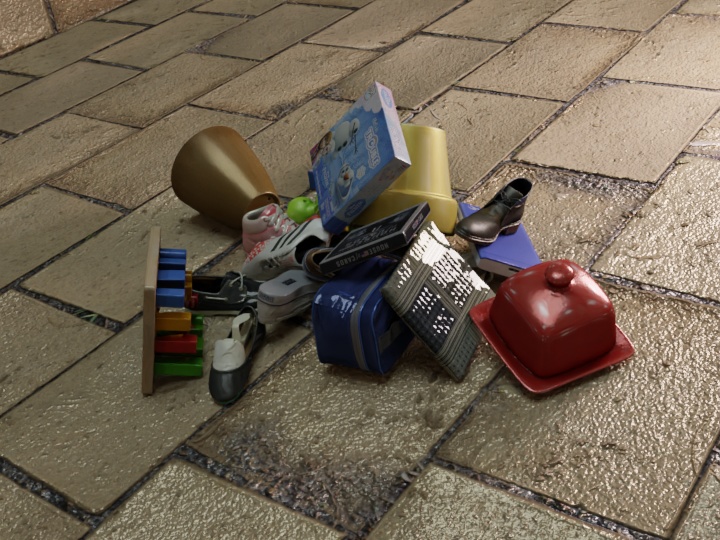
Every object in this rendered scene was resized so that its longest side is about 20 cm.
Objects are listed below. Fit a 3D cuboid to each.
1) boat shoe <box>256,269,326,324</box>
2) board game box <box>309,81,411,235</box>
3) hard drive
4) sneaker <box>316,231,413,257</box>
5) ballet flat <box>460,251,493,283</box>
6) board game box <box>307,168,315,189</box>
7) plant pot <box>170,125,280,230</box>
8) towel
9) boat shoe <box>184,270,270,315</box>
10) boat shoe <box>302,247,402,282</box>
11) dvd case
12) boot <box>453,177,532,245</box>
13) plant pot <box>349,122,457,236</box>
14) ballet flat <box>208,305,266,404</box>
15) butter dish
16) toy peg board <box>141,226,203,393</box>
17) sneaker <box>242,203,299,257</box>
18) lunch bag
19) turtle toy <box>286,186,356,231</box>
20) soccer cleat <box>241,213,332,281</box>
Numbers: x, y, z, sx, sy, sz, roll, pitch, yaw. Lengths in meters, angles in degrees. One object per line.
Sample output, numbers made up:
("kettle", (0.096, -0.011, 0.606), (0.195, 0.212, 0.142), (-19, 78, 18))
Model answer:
("boat shoe", (-0.114, 0.047, 1.627), (0.071, 0.066, 0.200), (20, 19, 18))
("board game box", (-0.006, -0.200, 1.678), (0.199, 0.043, 0.201), (-42, 42, 30))
("hard drive", (0.249, -0.049, 1.677), (0.131, 0.026, 0.201), (16, 28, -15))
("sneaker", (0.004, -0.020, 1.704), (0.197, 0.077, 0.091), (-7, 38, 7))
("ballet flat", (0.141, 0.018, 1.618), (0.198, 0.070, 0.069), (-16, 32, -18))
("board game box", (0.008, -0.218, 2.041), (0.198, 0.045, 0.152), (10, 36, 26))
("plant pot", (-0.258, -0.167, 1.924), (0.185, 0.188, 0.200), (-28, 48, -28))
("towel", (0.126, 0.044, 1.480), (0.034, 0.193, 0.200), (-32, 14, 43))
("boat shoe", (-0.222, 0.036, 1.675), (0.197, 0.068, 0.072), (-3, 30, 6))
("boat shoe", (0.000, 0.000, 1.619), (0.197, 0.073, 0.072), (4, -5, -8))
("dvd case", (0.027, -0.054, 1.522), (0.149, 0.025, 0.200), (-21, 10, 20))
("boot", (0.231, -0.108, 1.631), (0.074, 0.098, 0.199), (35, 29, 23))
("plant pot", (0.085, -0.166, 1.726), (0.198, 0.191, 0.201), (6, 0, 0))
("ballet flat", (-0.205, 0.126, 1.522), (0.067, 0.069, 0.201), (-3, 32, 12))
("butter dish", (0.291, 0.053, 1.414), (0.197, 0.149, 0.201), (-18, 45, -18))
("toy peg board", (-0.303, 0.063, 1.545), (0.097, 0.201, 0.201), (3, 30, -11))
("sneaker", (-0.139, -0.068, 1.784), (0.198, 0.106, 0.075), (7, 33, 22))
("lunch bag", (0.027, 0.066, 1.496), (0.131, 0.137, 0.200), (9, 35, 27))
("turtle toy", (-0.049, -0.128, 1.842), (0.198, 0.147, 0.101), (-17, 11, -14))
("soccer cleat", (-0.135, -0.028, 1.703), (0.199, 0.069, 0.086), (-30, 32, 15))
